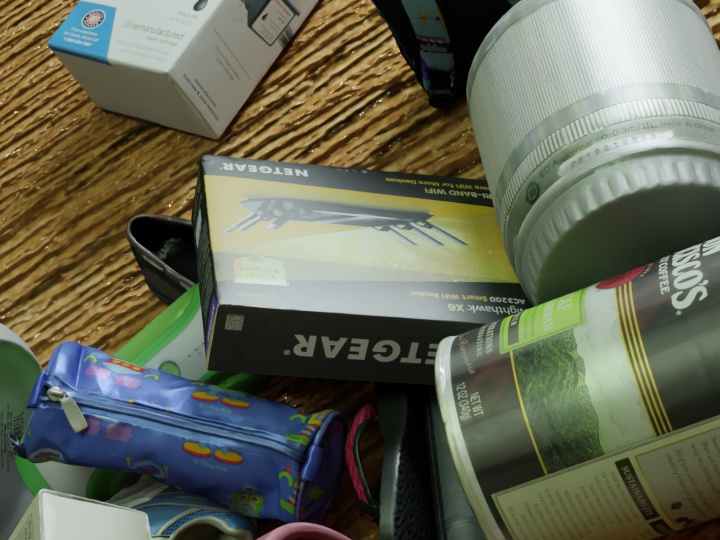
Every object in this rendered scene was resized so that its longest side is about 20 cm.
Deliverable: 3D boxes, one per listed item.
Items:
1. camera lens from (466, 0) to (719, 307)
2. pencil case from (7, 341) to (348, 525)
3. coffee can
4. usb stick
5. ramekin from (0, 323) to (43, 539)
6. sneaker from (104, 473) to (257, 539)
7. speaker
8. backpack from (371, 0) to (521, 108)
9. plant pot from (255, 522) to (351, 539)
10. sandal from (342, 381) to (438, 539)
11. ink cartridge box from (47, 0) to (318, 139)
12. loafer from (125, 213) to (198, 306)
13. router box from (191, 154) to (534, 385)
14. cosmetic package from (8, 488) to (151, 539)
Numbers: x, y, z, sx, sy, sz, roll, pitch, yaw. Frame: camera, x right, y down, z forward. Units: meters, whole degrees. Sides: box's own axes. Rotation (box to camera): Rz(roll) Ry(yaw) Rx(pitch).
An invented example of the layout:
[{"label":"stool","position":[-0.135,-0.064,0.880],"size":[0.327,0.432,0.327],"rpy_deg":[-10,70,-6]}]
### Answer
[{"label":"camera lens","position":[0.155,-0.068,1.270],"size":[0.160,0.160,0.200],"rpy_deg":[-24,44,13]},{"label":"pencil case","position":[-0.108,0.100,1.274],"size":[0.199,0.087,0.078],"rpy_deg":[14,81,10]},{"label":"coffee can","position":[0.160,0.072,1.158],"size":[0.199,0.146,0.147],"rpy_deg":[-22,45,16]},{"label":"usb stick","position":[0.069,0.121,1.254],"size":[0.055,0.033,0.200],"rpy_deg":[-7,47,2]},{"label":"ramekin","position":[-0.288,0.113,1.382],"size":[0.105,0.200,0.201],"rpy_deg":[8,59,26]},{"label":"sneaker","position":[-0.152,0.186,1.313],"size":[0.200,0.076,0.077],"rpy_deg":[-37,43,-1]},{"label":"speaker","position":[-0.128,0.079,1.365],"size":[0.200,0.088,0.089],"rpy_deg":[-40,42,12]},{"label":"backpack","position":[0.086,-0.224,1.418],"size":[0.182,0.200,0.135],"rpy_deg":[-8,50,29]},{"label":"plant pot","position":[-0.058,0.260,1.116],"size":[0.179,0.200,0.200],"rpy_deg":[-33,42,22]},{"label":"sandal","position":[0.017,0.110,1.275],"size":[0.045,0.075,0.200],"rpy_deg":[-17,39,13]},{"label":"ink cartridge box","position":[-0.121,-0.212,1.627],"size":[0.146,0.086,0.200],"rpy_deg":[16,66,41]},{"label":"loafer","position":[-0.085,0.006,1.433],"size":[0.200,0.063,0.072],"rpy_deg":[15,65,40]},{"label":"router box","position":[0.000,0.000,1.298],"size":[0.199,0.052,0.157],"rpy_deg":[4,36,-12]},{"label":"cosmetic package","position":[-0.192,0.233,1.232],"size":[0.200,0.073,0.104],"rpy_deg":[-53,33,34]}]
